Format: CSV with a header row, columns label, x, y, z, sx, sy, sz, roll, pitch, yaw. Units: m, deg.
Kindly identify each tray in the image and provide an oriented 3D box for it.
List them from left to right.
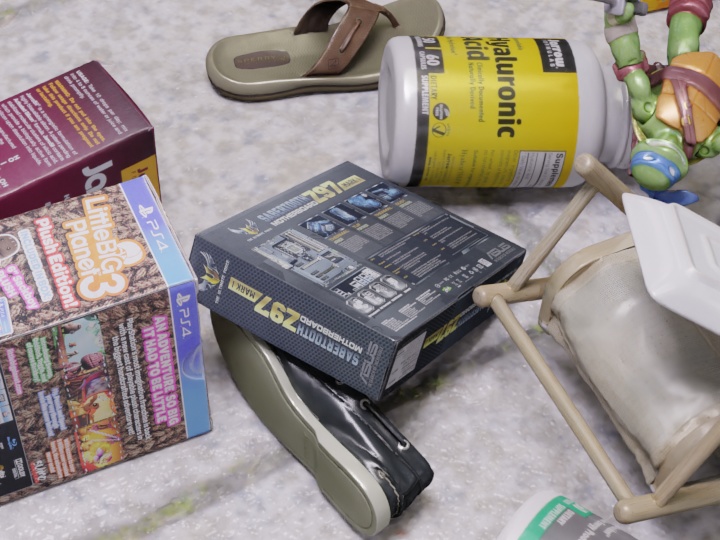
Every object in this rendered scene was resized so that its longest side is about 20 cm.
label,x,y,z,sx,sy,sz,roll,pitch,yaw
tray,0.246,0.019,0.943,0.199,0.022,0.108,26,32,-19

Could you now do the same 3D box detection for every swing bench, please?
label,x,y,z,sx,sy,sz,roll,pitch,yaw
swing bench,0.216,0.050,1.018,0.199,0.130,0.199,10,38,-40

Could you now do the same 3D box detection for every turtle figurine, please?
label,x,y,z,sx,sy,sz,roll,pitch,yaw
turtle figurine,0.242,-0.157,1.073,0.143,0.200,0.194,6,47,31

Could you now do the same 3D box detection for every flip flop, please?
label,x,y,z,sx,sy,sz,roll,pitch,yaw
flip flop,-0.027,-0.187,1.273,0.199,0.058,0.081,-10,51,-9

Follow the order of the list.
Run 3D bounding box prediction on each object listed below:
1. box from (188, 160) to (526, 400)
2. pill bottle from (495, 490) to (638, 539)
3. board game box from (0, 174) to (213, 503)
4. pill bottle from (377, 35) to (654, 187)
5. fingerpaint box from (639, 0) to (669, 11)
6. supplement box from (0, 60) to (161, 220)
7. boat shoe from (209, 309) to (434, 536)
label,x,y,z,sx,sy,sz,roll,pitch,yaw
box,0.000,0.000,1.073,0.157,0.051,0.200,28,29,19
pill bottle,0.162,0.220,0.898,0.200,0.113,0.113,29,55,21
board game box,-0.206,0.053,1.005,0.199,0.160,0.097,-18,52,-16
pill bottle,0.117,-0.117,1.178,0.199,0.112,0.112,0,50,-8
fingerpaint box,0.281,-0.328,1.384,0.166,0.074,0.200,-13,51,-11
supplement box,-0.246,-0.049,1.121,0.200,0.111,0.086,-28,56,-22
boat shoe,-0.024,0.080,1.040,0.066,0.075,0.199,-27,54,-25
